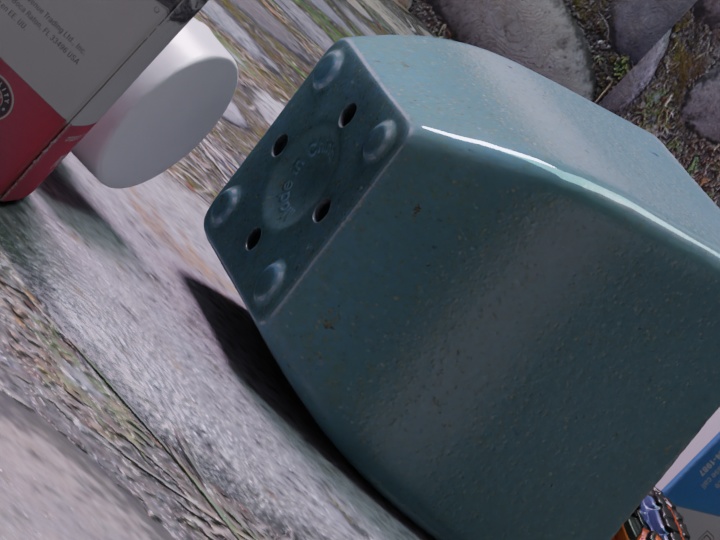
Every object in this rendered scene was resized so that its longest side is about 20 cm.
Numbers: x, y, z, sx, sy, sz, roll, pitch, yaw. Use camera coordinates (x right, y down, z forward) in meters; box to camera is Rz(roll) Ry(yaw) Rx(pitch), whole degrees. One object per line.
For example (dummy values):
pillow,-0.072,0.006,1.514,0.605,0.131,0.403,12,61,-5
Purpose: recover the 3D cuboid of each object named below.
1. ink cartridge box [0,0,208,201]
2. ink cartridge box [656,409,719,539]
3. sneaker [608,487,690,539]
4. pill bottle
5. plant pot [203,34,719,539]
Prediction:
ink cartridge box,-0.126,-0.151,1.252,0.147,0.200,0.083,44,8,0
ink cartridge box,0.220,0.168,1.575,0.200,0.147,0.146,43,8,-6
sneaker,0.103,0.104,1.493,0.075,0.078,0.200,41,19,-23
pill bottle,-0.149,-0.134,1.380,0.200,0.112,0.112,48,8,18
plant pot,0.042,0.002,1.418,0.199,0.196,0.197,31,13,-29
